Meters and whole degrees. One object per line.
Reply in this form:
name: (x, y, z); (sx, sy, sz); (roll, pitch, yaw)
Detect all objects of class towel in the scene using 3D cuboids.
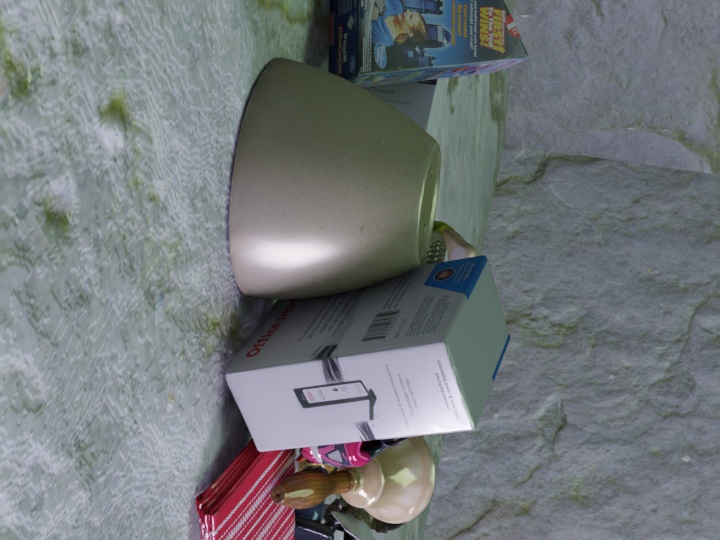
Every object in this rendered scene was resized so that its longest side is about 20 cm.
towel: (-0.097, 0.237, 0.867); (0.145, 0.022, 0.203); (-45, 145, -52)

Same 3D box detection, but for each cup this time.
cup: (-0.010, -0.066, 0.821); (0.200, 0.141, 0.204); (9, 90, -79)

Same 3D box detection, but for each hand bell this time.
hand bell: (-0.019, 0.201, 0.929); (0.199, 0.103, 0.106); (6, 93, -59)

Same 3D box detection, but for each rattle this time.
rattle: (0.057, 0.033, 1.276); (0.202, 0.130, 0.142); (-57, 164, 15)

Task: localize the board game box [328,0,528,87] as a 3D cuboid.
board game box: (0.069, -0.265, 0.951); (0.061, 0.197, 0.204); (-7, -100, 59)

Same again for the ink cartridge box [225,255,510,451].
ink cartridge box: (0.009, 0.068, 0.820); (0.085, 0.197, 0.146); (69, 28, -20)

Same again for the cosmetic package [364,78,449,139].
cosmetic package: (0.039, -0.220, 1.039); (0.081, 0.111, 0.204); (66, 33, -71)

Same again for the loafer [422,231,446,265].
loafer: (0.043, 0.040, 1.201); (0.075, 0.068, 0.203); (10, 104, -55)

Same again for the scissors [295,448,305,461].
scissors: (-0.061, 0.179, 0.939); (0.199, 0.014, 0.074); (-33, 142, -48)

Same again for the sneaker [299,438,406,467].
sneaker: (0.034, 0.121, 0.906); (0.199, 0.074, 0.082); (-36, 115, -37)

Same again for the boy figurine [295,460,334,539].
boy figurine: (-0.039, 0.201, 1.074); (0.125, 0.063, 0.202); (104, 1, -55)

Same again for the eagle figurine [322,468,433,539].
eagle figurine: (-0.007, 0.271, 1.177); (0.202, 0.149, 0.153); (-61, 146, -33)
